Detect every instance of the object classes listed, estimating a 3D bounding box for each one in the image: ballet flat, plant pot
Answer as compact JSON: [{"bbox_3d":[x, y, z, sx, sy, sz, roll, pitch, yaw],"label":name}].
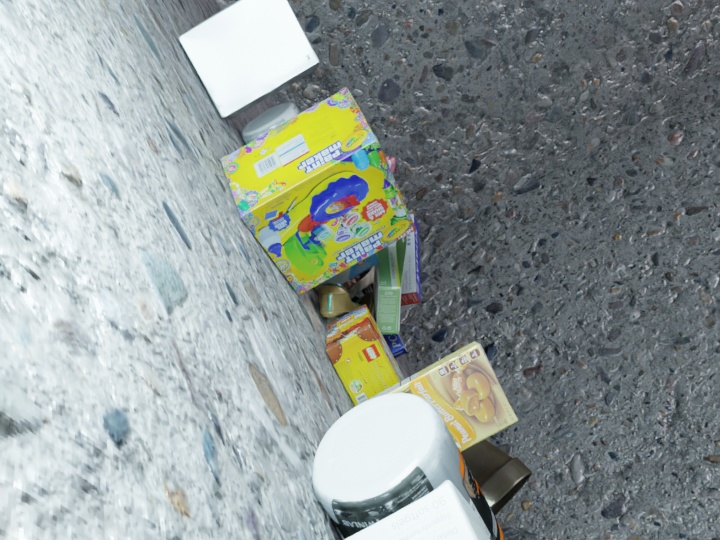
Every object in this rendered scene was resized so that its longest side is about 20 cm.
[{"bbox_3d":[-0.036,0.077,1.235,0.200,0.067,0.064,51,39,-67],"label":"ballet flat"},{"bbox_3d":[0.182,0.373,1.295,0.174,0.200,0.200,45,-5,23],"label":"plant pot"}]

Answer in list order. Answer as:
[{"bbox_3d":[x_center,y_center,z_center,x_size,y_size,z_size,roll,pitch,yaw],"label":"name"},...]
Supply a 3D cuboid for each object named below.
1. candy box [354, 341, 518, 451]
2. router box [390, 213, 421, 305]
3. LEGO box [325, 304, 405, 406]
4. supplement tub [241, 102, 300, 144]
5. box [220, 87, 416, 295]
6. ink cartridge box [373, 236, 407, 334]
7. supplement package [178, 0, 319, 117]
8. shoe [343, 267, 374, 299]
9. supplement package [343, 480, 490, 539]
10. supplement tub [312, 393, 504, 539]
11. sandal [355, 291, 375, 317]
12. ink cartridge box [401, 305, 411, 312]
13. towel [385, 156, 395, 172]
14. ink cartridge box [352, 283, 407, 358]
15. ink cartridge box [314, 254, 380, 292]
[{"bbox_3d":[0.101,0.196,0.976,0.117,0.198,0.055,62,1,3],"label":"candy box"},{"bbox_3d":[0.040,-0.015,1.551,0.049,0.176,0.203,58,27,-54],"label":"router box"},{"bbox_3d":[0.025,0.171,1.098,0.202,0.076,0.149,62,3,-9],"label":"LEGO box"},{"bbox_3d":[-0.133,-0.209,1.378,0.202,0.121,0.123,60,3,-26],"label":"supplement tub"},{"bbox_3d":[-0.054,-0.104,0.989,0.123,0.198,0.193,63,4,39],"label":"box"},{"bbox_3d":[0.052,-0.008,1.284,0.146,0.047,0.203,-92,-177,-58],"label":"ink cartridge box"},{"bbox_3d":[-0.187,-0.377,1.242,0.149,0.189,0.200,60,2,-13],"label":"supplement package"},{"bbox_3d":[0.000,0.000,1.410,0.070,0.054,0.200,38,44,2],"label":"shoe"},{"bbox_3d":[0.058,0.254,0.423,0.202,0.116,0.118,63,2,34],"label":"supplement package"},{"bbox_3d":[0.051,0.217,0.617,0.202,0.121,0.123,62,2,-26],"label":"supplement tub"},{"bbox_3d":[0.011,0.118,1.343,0.054,0.080,0.201,46,17,-29],"label":"sandal"},{"bbox_3d":[0.010,0.023,1.623,0.202,0.145,0.083,63,4,36],"label":"ink cartridge box"},{"bbox_3d":[0.018,-0.133,1.470,0.200,0.030,0.148,-46,147,-46],"label":"towel"},{"bbox_3d":[0.011,0.096,1.444,0.202,0.093,0.044,63,3,24],"label":"ink cartridge box"},{"bbox_3d":[-0.071,-0.082,1.233,0.126,0.127,0.201,64,2,42],"label":"ink cartridge box"}]
